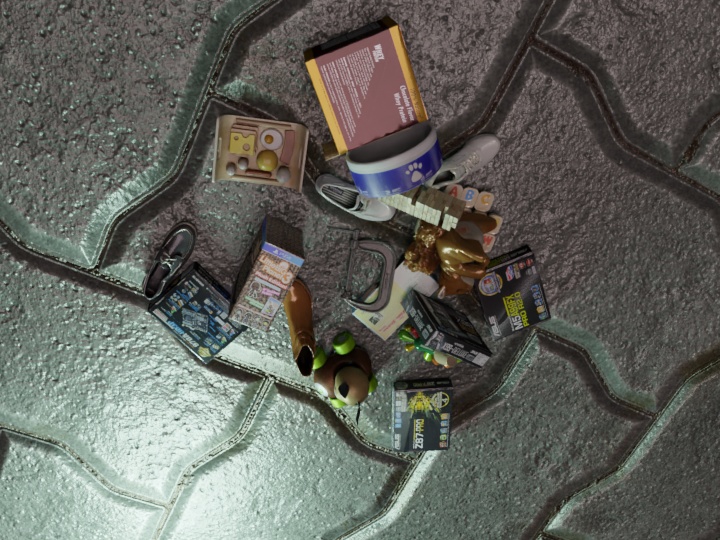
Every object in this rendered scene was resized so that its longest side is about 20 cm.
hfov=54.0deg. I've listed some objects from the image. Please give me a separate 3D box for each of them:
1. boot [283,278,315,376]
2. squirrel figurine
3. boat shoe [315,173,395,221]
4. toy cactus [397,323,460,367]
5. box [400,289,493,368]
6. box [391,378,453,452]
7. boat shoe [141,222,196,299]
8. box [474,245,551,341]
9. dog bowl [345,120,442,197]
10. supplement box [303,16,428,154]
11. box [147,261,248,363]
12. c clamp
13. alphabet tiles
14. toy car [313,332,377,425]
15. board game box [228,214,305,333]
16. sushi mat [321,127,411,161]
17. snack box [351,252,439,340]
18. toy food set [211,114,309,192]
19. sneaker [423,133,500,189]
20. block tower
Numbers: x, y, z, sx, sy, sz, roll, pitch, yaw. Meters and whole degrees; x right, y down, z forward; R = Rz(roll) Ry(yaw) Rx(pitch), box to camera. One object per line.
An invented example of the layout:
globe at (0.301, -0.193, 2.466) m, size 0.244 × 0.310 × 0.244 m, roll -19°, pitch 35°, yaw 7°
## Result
boot at (-0.145, 0.134, 1.657) m, size 0.075 × 0.156 × 0.204 m, roll -5°, pitch 116°, yaw -4°
squirrel figurine at (0.200, -0.031, 1.634) m, size 0.196 × 0.143 × 0.189 m, roll 16°, pitch 136°, yaw 3°
boat shoe at (-0.011, -0.152, 1.589) m, size 0.196 × 0.067 × 0.075 m, roll 17°, pitch 112°, yaw -14°
toy cactus at (0.191, 0.188, 1.727) m, size 0.199 × 0.165 × 0.103 m, roll 35°, pitch 87°, yaw -25°
box at (0.204, 0.139, 1.674) m, size 0.198 × 0.159 × 0.050 m, roll 25°, pitch 113°, yaw -34°
box at (0.161, 0.385, 1.870) m, size 0.157 × 0.049 × 0.204 m, roll -1°, pitch 115°, yaw -3°
boat shoe at (-0.434, -0.017, 1.604) m, size 0.072 × 0.063 × 0.201 m, roll 31°, pitch 108°, yaw -19°
box at (0.371, 0.058, 1.745) m, size 0.157 × 0.044 × 0.203 m, roll -21°, pitch 115°, yaw 3°
dog bowl at (0.071, -0.238, 1.485) m, size 0.196 × 0.201 × 0.080 m, roll -20°, pitch 118°, yaw 3°
supplement box at (0.010, -0.380, 1.448) m, size 0.196 × 0.133 × 0.200 m, roll -21°, pitch 116°, yaw 4°
box at (-0.378, 0.103, 1.676) m, size 0.158 × 0.046 × 0.200 m, roll -39°, pitch 113°, yaw 12°
c clamp at (0.000, 0.000, 1.669) m, size 0.167 × 0.027 × 0.205 m, roll 3°, pitch 103°, yaw 0°
alphabet tiles at (0.230, -0.104, 1.656) m, size 0.196 × 0.015 × 0.199 m, roll 12°, pitch 120°, yaw -11°
toy car at (-0.039, 0.284, 1.715) m, size 0.156 × 0.201 × 0.166 m, roll -27°, pitch 115°, yaw 6°
board game box at (-0.211, 0.007, 1.588) m, size 0.095 × 0.160 × 0.202 m, roll 23°, pitch 110°, yaw -16°
sushi mat at (0.011, -0.286, 1.513) m, size 0.196 × 0.096 × 0.012 m, roll -20°, pitch 117°, yaw 4°
snack box at (0.085, 0.064, 1.717) m, size 0.116 × 0.037 × 0.200 m, roll 40°, pitch 105°, yaw -20°
toy food set at (-0.217, -0.249, 1.523) m, size 0.195 × 0.061 × 0.146 m, roll 6°, pitch 115°, yaw -10°
sneaker at (0.228, -0.233, 1.574) m, size 0.198 × 0.081 × 0.071 m, roll -30°, pitch 113°, yaw 6°
block tower at (0.130, -0.155, 1.559) m, size 0.197 × 0.058 × 0.054 m, roll 25°, pitch 149°, yaw 11°
